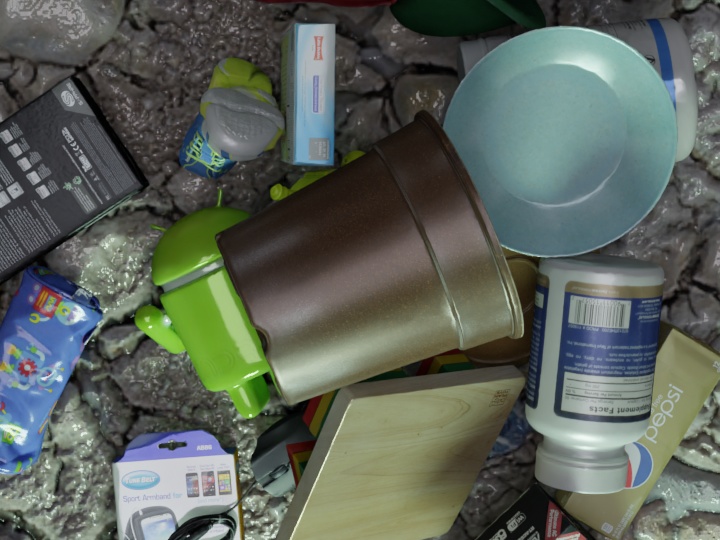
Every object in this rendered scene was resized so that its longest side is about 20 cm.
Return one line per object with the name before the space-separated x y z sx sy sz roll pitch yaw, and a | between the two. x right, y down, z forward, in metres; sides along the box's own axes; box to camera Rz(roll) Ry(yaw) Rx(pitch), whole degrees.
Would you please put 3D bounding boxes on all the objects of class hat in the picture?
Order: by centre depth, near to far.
hat | 0.044 -0.224 1.339 0.165 0.200 0.176 22 120 -42

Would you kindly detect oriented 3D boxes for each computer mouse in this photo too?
computer mouse | -0.100 0.205 1.379 0.200 0.034 0.059 -43 108 -15

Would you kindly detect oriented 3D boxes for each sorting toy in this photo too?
sorting toy | 0.021 0.158 1.325 0.200 0.070 0.199 -4 129 -38

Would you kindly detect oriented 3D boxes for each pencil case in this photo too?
pencil case | -0.309 0.096 1.380 0.087 0.078 0.200 25 95 -10

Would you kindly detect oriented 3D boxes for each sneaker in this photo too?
sneaker | -0.118 -0.113 1.309 0.076 0.200 0.105 24 112 -9

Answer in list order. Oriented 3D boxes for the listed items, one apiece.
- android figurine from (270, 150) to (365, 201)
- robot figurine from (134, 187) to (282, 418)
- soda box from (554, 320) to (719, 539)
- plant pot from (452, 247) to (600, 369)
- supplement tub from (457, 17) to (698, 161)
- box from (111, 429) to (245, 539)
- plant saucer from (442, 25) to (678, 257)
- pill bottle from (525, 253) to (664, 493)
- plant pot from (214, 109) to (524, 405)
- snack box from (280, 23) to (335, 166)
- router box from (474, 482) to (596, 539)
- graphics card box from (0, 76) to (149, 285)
android figurine | -0.009 -0.016 1.328 0.200 0.041 0.183 21 78 -38
robot figurine | -0.117 0.031 1.353 0.175 0.116 0.200 -25 94 11
soda box | 0.262 0.149 1.384 0.064 0.068 0.200 30 95 -1
plant pot | 0.133 0.012 1.347 0.199 0.027 0.201 -9 119 -16
supplement tub | 0.192 -0.153 1.328 0.199 0.132 0.132 -7 95 1
box | -0.171 0.251 1.412 0.119 0.041 0.201 -4 93 1
plant saucer | 0.166 -0.111 1.253 0.200 0.039 0.202 -1 111 -2
pill bottle | 0.204 0.089 1.303 0.111 0.111 0.201 5 98 0
plant pot | 0.000 0.000 1.187 0.198 0.200 0.201 -23 94 -4
snack box | -0.048 -0.151 1.294 0.037 0.200 0.117 0 96 -6
router box | 0.163 0.301 1.346 0.150 0.062 0.200 -43 133 3
graphics card box | -0.314 -0.076 1.378 0.200 0.051 0.126 -34 94 4
